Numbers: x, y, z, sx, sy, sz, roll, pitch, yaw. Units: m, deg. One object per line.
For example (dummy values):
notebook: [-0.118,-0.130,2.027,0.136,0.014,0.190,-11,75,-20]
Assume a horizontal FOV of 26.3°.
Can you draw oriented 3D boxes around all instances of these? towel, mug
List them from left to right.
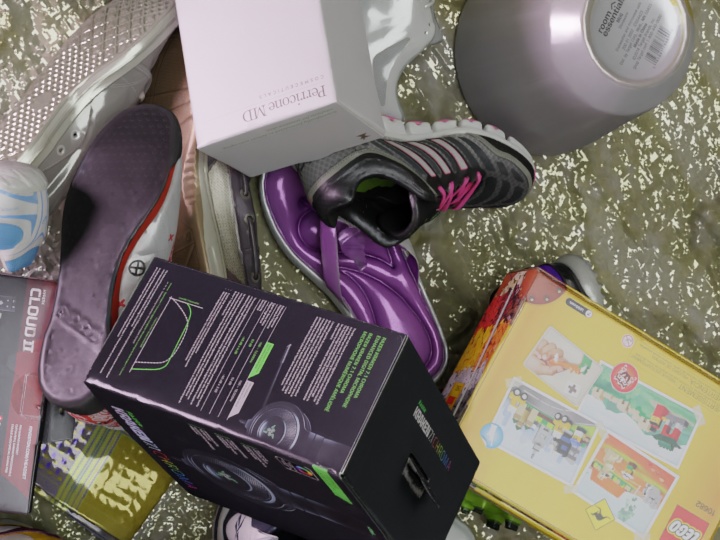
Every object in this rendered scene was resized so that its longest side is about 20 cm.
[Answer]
towel: [-0.164,0.076,1.061,0.143,0.023,0.201,39,79,-14]
mug: [0.157,-0.181,1.098,0.148,0.153,0.189,-16,95,-17]

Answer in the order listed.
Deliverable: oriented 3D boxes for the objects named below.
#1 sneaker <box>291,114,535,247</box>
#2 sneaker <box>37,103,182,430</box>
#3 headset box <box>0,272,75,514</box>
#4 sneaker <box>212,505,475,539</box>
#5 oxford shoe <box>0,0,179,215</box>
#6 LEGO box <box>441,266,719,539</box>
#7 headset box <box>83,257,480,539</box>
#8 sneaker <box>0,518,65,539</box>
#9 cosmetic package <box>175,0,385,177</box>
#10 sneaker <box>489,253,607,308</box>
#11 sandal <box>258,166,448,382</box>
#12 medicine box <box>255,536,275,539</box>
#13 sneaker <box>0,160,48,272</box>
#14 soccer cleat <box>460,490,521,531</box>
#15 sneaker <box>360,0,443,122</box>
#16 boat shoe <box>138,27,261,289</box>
sneaker: [0.040,-0.057,1.077,0.198,0.074,0.088,6,54,-29]
sneaker: [-0.147,0.003,0.998,0.066,0.108,0.204,7,74,17]
headset box: [-0.279,0.072,0.979,0.197,0.075,0.151,7,83,-12]
sneaker: [0.004,0.194,1.061,0.197,0.129,0.081,18,87,-17]
oxford shoe: [-0.179,-0.116,1.035,0.201,0.075,0.058,-53,131,-15]
LEGO box: [0.158,0.113,1.052,0.199,0.077,0.150,31,83,-6]
headset box: [-0.037,0.095,0.938,0.094,0.198,0.175,-62,150,-21]
sneaker: [-0.169,0.226,1.024,0.198,0.090,0.076,20,84,-17]
cosmetic package: [-0.059,-0.176,1.012,0.106,0.085,0.203,-17,72,19]
sneaker: [0.143,0.094,1.124,0.098,0.069,0.203,-12,79,-30]
sandal: [0.006,-0.005,1.102,0.082,0.050,0.204,-39,101,-15]
medicine box: [-0.130,0.287,0.983,0.197,0.103,0.184,-13,138,-17]
sneaker: [-0.289,-0.047,0.962,0.197,0.072,0.074,14,98,13]
soccer cleat: [0.053,0.119,1.117,0.199,0.067,0.082,29,72,-23]
sneaker: [0.021,-0.199,1.098,0.087,0.074,0.203,13,96,-18]
boat shoe: [-0.106,-0.065,1.058,0.064,0.071,0.203,2,75,-44]
